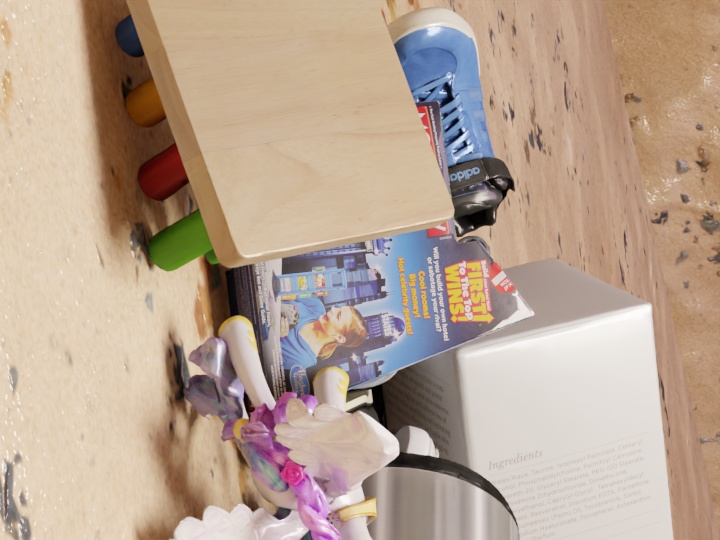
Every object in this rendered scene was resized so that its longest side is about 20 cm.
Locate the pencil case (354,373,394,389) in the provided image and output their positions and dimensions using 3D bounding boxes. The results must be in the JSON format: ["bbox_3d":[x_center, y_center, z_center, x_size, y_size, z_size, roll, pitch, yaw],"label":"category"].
[{"bbox_3d":[0.000,0.000,1.748,0.201,0.090,0.084,-76,150,-51],"label":"pencil case"}]

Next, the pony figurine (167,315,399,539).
[{"bbox_3d":[-0.038,0.125,1.418,0.193,0.166,0.201,31,23,-46],"label":"pony figurine"}]

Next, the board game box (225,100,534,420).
[{"bbox_3d":[0.011,-0.008,1.591,0.062,0.198,0.202,163,-79,-68],"label":"board game box"}]

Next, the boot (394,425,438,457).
[{"bbox_3d":[0.049,0.186,1.675,0.201,0.095,0.074,111,-6,-52],"label":"boot"}]

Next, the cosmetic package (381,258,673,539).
[{"bbox_3d":[0.122,0.118,1.790,0.167,0.165,0.202,-150,-130,-65],"label":"cosmetic package"}]

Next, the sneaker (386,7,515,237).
[{"bbox_3d":[0.066,-0.100,1.721,0.200,0.076,0.112,77,-4,-61],"label":"sneaker"}]

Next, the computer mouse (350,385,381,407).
[{"bbox_3d":[0.012,0.185,1.805,0.110,0.044,0.202,-64,143,-68],"label":"computer mouse"}]

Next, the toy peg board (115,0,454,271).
[{"bbox_3d":[-0.069,-0.096,1.466,0.199,0.098,0.201,-12,78,-48],"label":"toy peg board"}]

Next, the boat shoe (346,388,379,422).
[{"bbox_3d":[-0.023,0.119,1.632,0.201,0.073,0.064,6,73,-80],"label":"boat shoe"}]

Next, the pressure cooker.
[{"bbox_3d":[0.023,0.241,1.537,0.176,0.177,0.201,70,17,-49],"label":"pressure cooker"}]

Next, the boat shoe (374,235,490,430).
[{"bbox_3d":[0.058,0.063,1.881,0.201,0.071,0.068,-64,-175,-23],"label":"boat shoe"}]
